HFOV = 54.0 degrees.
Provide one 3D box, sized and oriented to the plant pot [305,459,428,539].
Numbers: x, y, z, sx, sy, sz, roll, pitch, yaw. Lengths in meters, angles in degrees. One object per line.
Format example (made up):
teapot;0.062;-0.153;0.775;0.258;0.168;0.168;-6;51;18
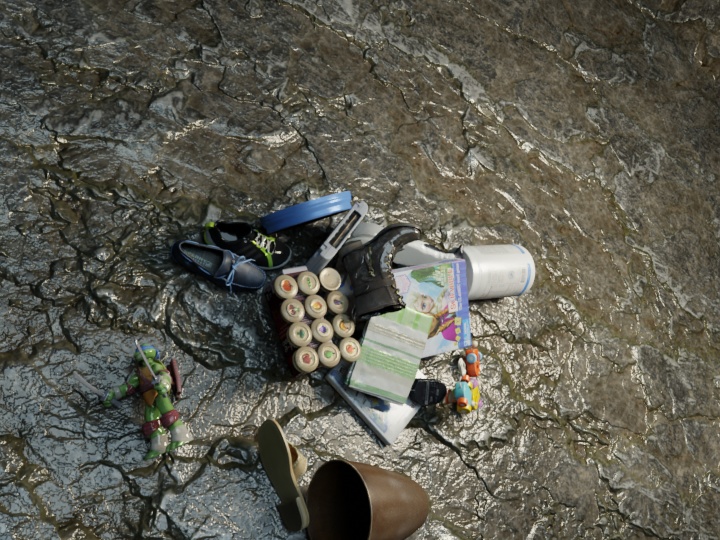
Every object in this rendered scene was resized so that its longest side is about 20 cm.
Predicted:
plant pot;0.029;0.453;1.345;0.200;0.187;0.188;12;62;-41

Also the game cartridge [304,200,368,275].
game cartridge;-0.062;-0.057;1.531;0.041;0.133;0.200;37;49;-1

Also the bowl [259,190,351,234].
bowl;-0.112;-0.121;1.498;0.200;0.200;0.040;-19;94;-34

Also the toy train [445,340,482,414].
toy train;0.229;0.242;1.586;0.200;0.055;0.151;-5;88;-68

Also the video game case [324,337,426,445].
video game case;0.046;0.242;1.528;0.200;0.022;0.182;48;54;-3

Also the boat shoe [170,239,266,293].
boat shoe;-0.282;-0.005;1.418;0.199;0.069;0.084;15;76;-18

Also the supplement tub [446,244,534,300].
supplement tub;0.311;0.003;1.720;0.199;0.132;0.132;-2;69;-30

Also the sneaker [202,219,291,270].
sneaker;-0.230;-0.055;1.468;0.199;0.083;0.072;13;63;-24

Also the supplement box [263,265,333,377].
supplement box;-0.125;0.105;1.440;0.061;0.109;0.201;-12;74;-34

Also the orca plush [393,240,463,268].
orca plush;0.142;-0.057;1.665;0.199;0.106;0.071;-3;35;12

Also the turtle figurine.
turtle figurine;-0.383;0.228;1.220;0.143;0.200;0.195;-23;84;0

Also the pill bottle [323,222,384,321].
pill bottle;0.000;0.000;1.555;0.114;0.114;0.201;30;57;-15

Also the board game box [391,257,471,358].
board game box;0.145;0.087;1.549;0.199;0.041;0.201;-11;101;-24

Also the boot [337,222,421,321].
boot;0.056;0.007;1.446;0.199;0.069;0.175;-22;60;1

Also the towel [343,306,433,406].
towel;0.060;0.167;1.477;0.149;0.031;0.201;23;81;-23

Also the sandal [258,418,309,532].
sandal;-0.131;0.381;1.347;0.070;0.077;0.212;-7;77;-52

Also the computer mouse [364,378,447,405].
computer mouse;0.096;0.257;1.523;0.199;0.034;0.059;8;89;-22

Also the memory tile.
memory tile;-0.083;0.094;1.392;0.153;0.017;0.201;-7;72;-33
